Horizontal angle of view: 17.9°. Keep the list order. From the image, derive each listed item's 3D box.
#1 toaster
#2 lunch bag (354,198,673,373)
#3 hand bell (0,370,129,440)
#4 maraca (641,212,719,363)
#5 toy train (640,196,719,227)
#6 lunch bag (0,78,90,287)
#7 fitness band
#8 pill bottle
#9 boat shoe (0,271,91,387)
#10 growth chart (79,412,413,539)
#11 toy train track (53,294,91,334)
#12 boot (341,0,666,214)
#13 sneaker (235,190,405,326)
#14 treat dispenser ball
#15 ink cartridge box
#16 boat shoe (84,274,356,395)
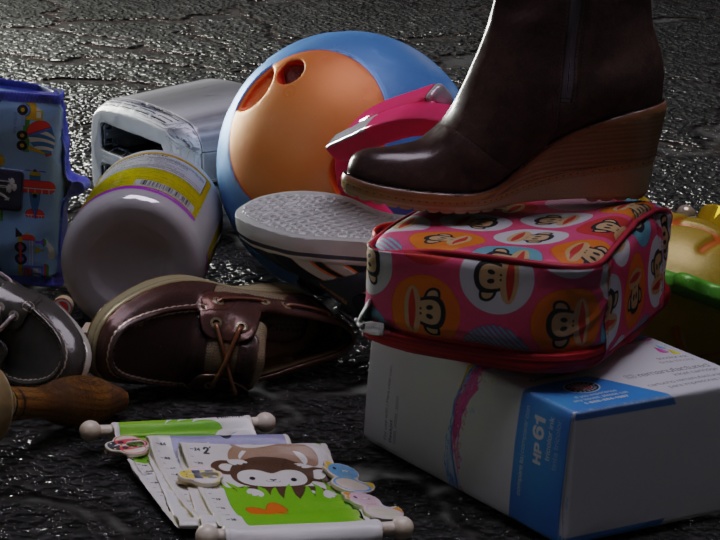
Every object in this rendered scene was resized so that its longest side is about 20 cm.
[{"bbox_3d":[-0.141,-0.098,1.929,0.129,0.114,0.200,-11,23,-36],"label":"toaster"},{"bbox_3d":[0.085,-0.002,1.377,0.175,0.082,0.200,8,16,23],"label":"lunch bag"},{"bbox_3d":[-0.205,0.079,1.368,0.104,0.105,0.200,14,7,32],"label":"hand bell"},{"bbox_3d":[0.229,0.017,1.585,0.137,0.107,0.200,17,-1,-25],"label":"maraca"},{"bbox_3d":[0.273,0.007,1.712,0.199,0.056,0.150,11,-27,37],"label":"toy train"},{"bbox_3d":[-0.299,-0.071,1.723,0.199,0.151,0.094,6,16,10],"label":"lunch bag"},{"bbox_3d":[0.057,-0.054,1.547,0.200,0.144,0.037,-15,30,54],"label":"fitness band"},{"bbox_3d":[-0.157,-0.029,1.694,0.104,0.105,0.200,4,15,2],"label":"pill bottle"},{"bbox_3d":[-0.252,0.027,1.489,0.200,0.067,0.057,33,8,42],"label":"boat shoe"},{"bbox_3d":[-0.065,0.122,1.334,0.144,0.018,0.200,-4,18,-26],"label":"growth chart"},{"bbox_3d":[-0.269,0.034,1.572,0.199,0.033,0.115,4,15,4],"label":"toy train track"},{"bbox_3d":[0.084,-0.122,1.361,0.199,0.167,0.072,-4,12,-8],"label":"boot"},{"bbox_3d":[0.000,0.000,1.553,0.199,0.080,0.078,13,31,34],"label":"sneaker"},{"bbox_3d":[-0.009,-0.081,1.727,0.200,0.202,0.201,3,15,-1],"label":"treat dispenser ball"},{"bbox_3d":[0.116,0.085,1.380,0.144,0.085,0.200,-7,17,-34],"label":"ink cartridge box"},{"bbox_3d":[-0.088,0.046,1.507,0.199,0.072,0.072,0,16,-43],"label":"boat shoe"}]
